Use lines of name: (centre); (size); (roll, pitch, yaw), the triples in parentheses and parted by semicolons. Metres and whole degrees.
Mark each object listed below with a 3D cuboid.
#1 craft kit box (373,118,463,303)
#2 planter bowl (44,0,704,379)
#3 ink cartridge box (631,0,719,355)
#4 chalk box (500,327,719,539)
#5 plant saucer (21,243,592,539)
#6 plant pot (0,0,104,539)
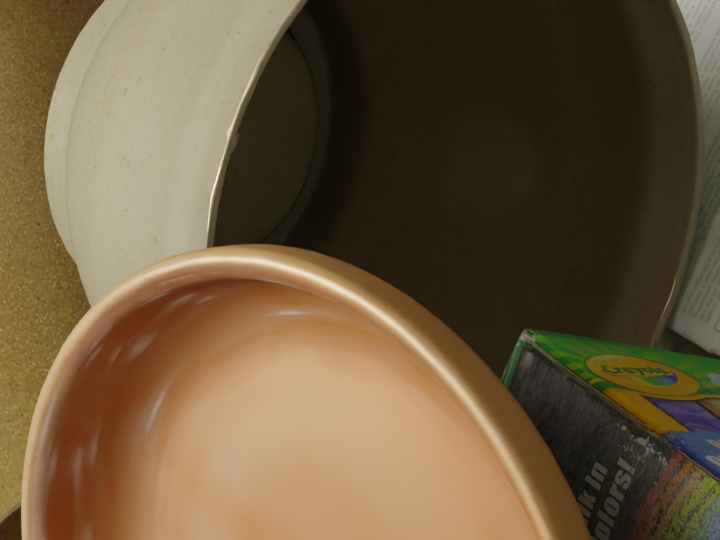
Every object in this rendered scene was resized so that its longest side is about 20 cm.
craft kit box: (0.000, 0.000, 1.065); (0.198, 0.048, 0.200); (177, 115, -76)
planter bowl: (-0.011, -0.029, 0.892); (0.135, 0.200, 0.200); (20, 86, 46)
ink cartridge box: (0.145, -0.047, 0.932); (0.200, 0.047, 0.160); (34, 98, 54)
chalk box: (0.099, 0.098, 0.789); (0.200, 0.124, 0.125); (40, 115, 52)
plant saucer: (-0.008, 0.088, 0.754); (0.200, 0.037, 0.200); (16, 113, 40)
plant pot: (-0.117, -0.004, 1.046); (0.186, 0.186, 0.200); (-37, 63, 38)
